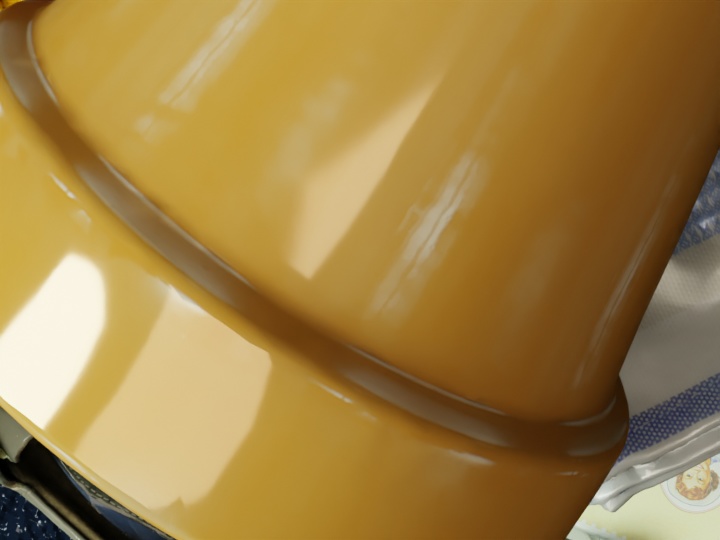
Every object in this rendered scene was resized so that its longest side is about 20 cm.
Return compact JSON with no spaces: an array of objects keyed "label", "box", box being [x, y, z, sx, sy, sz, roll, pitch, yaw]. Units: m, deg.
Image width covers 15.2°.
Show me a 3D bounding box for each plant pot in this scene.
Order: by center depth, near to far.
[{"label":"plant pot","box":[0.010,-0.044,0.686,0.200,0.200,0.184,35,108,2]}]

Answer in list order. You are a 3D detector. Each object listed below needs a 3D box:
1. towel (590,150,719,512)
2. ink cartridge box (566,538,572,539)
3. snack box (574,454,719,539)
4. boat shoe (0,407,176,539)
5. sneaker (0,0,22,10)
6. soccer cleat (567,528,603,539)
[{"label":"towel","box":[0.089,-0.048,0.795,0.146,0.024,0.201,-25,85,4]},{"label":"ink cartridge box","box":[0.116,0.178,0.876,0.199,0.083,0.147,21,146,-10]},{"label":"snack box","box":[0.110,0.036,0.861,0.199,0.037,0.117,21,88,19]},{"label":"boat shoe","box":[-0.106,0.050,0.968,0.201,0.060,0.072,39,120,0]},{"label":"sneaker","box":[-0.106,-0.096,0.858,0.073,0.077,0.201,-36,83,27]},{"label":"soccer cleat","box":[0.076,0.080,0.917,0.199,0.069,0.078,19,114,14]}]
